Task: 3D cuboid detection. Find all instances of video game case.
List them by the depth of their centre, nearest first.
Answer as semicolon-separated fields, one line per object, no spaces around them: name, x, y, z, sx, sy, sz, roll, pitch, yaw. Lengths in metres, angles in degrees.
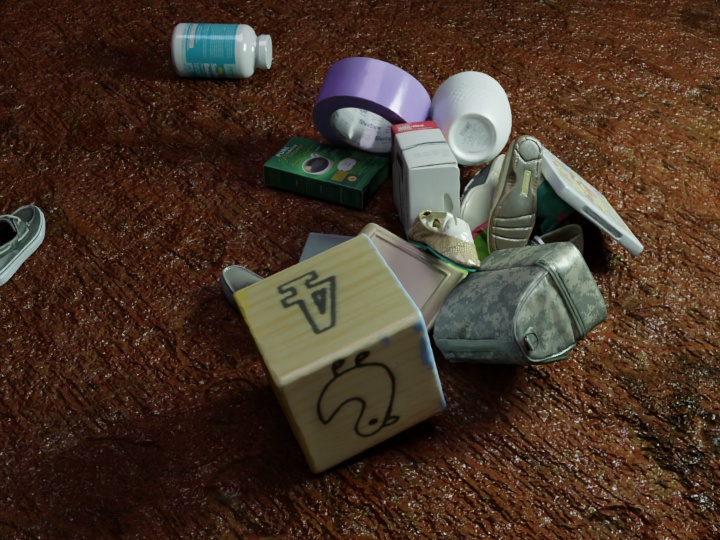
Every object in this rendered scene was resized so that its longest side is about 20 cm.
video game case;0.358;-0.122;1.657;0.181;0.023;0.200;34;19;-23

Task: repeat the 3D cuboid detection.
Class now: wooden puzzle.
wooden puzzle;0.035;0.039;1.538;0.199;0.037;0.185;28;70;28

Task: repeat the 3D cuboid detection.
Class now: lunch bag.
lunch bag;0.211;0.061;1.424;0.167;0.140;0.199;-34;16;-29

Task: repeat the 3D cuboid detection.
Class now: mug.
mug;0.178;-0.246;1.831;0.200;0.148;0.176;-40;15;19

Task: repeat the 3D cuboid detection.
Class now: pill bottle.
pill bottle;-0.288;-0.460;2.148;0.198;0.111;0.111;2;39;6

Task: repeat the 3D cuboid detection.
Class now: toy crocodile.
toy crocodile;0.182;-0.034;1.620;0.062;0.067;0.200;52;49;-6

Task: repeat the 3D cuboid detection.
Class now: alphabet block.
alphabet block;-0.027;0.106;1.347;0.199;0.196;0.197;-25;41;-8

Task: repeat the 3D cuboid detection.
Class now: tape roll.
tape roll;0.020;-0.281;1.821;0.198;0.200;0.086;13;66;17

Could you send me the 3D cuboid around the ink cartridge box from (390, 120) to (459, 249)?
ink cartridge box;0.104;-0.143;1.685;0.082;0.148;0.200;-6;27;-4

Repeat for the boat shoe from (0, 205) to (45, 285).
boat shoe;-0.576;-0.057;1.693;0.071;0.071;0.201;2;38;5

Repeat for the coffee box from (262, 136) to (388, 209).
coffee box;-0.061;-0.178;1.843;0.198;0.044;0.123;15;40;19

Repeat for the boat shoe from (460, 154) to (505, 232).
boat shoe;0.207;-0.122;1.770;0.063;0.073;0.200;-26;22;48

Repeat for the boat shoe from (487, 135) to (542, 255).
boat shoe;0.236;-0.108;1.603;0.071;0.076;0.202;20;81;-14

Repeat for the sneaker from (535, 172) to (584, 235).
sneaker;0.318;-0.109;1.718;0.084;0.121;0.200;-40;0;12

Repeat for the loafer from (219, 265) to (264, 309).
loafer;-0.147;0.040;1.556;0.070;0.070;0.199;-31;47;-30

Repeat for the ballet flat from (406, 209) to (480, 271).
ballet flat;0.124;-0.052;1.516;0.070;0.066;0.200;18;7;-27

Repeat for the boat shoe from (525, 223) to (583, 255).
boat shoe;0.269;-0.022;1.615;0.199;0.070;0.071;-20;41;-19

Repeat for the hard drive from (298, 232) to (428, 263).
hard drive;0.000;0.000;1.630;0.198;0.033;0.140;6;40;9
